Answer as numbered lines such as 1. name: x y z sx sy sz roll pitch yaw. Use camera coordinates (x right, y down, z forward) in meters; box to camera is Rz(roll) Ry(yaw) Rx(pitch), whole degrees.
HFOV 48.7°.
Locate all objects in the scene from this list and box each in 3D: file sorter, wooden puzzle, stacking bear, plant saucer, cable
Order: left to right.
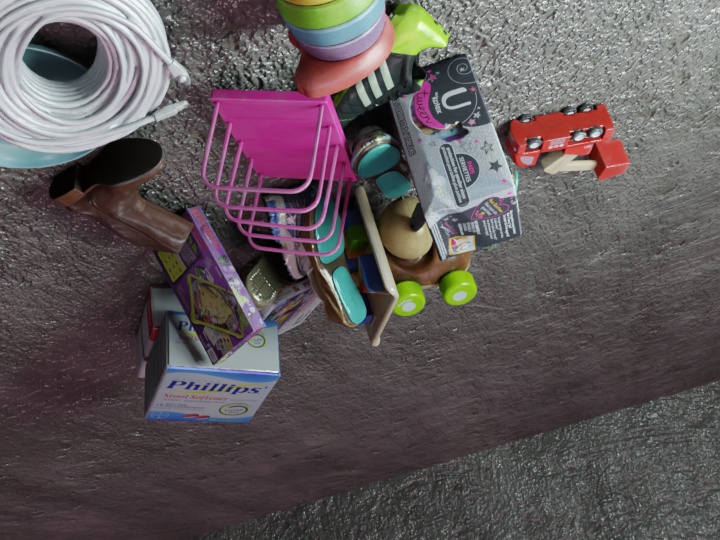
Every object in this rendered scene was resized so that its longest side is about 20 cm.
1. plant saucer: -0.372 -0.181 0.865 0.199 0.028 0.200 -11 153 -6
2. cable: -0.286 -0.207 0.768 0.199 0.069 0.200 -27 141 -3
3. file sorter: -0.094 -0.110 0.962 0.138 0.126 0.200 5 162 11
4. stacking bear: -0.041 -0.282 0.744 0.113 0.122 0.200 -15 146 7
5. wooden puzzle: 0.000 0.000 1.214 0.046 0.186 0.200 -11 154 -13

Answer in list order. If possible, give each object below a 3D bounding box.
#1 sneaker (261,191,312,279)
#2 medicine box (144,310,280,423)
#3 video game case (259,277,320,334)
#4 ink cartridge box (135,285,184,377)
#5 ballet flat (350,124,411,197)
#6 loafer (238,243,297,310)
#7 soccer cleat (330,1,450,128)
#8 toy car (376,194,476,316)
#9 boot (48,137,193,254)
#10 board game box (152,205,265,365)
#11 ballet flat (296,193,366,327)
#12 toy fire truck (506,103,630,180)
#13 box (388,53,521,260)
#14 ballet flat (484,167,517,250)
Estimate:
1. sneaker: -0.085 -0.052 1.203 0.085 0.077 0.200 -18 154 -1
2. medicine box: -0.246 0.162 1.299 0.181 0.104 0.200 7 145 -22
3. video game case: -0.131 0.071 1.386 0.182 0.023 0.200 -26 166 -44
4. ink cartridge box: -0.308 0.108 1.392 0.144 0.084 0.200 -1 151 -25
5. ballet flat: 0.020 -0.152 1.041 0.074 0.075 0.200 -17 166 6
6. loafer: -0.154 0.014 1.218 0.067 0.076 0.200 -28 -174 17
7. soccer cleat: 0.024 -0.218 0.920 0.081 0.068 0.200 32 136 -14
8. toy car: 0.090 -0.062 1.192 0.157 0.165 0.201 -12 141 -4
9. boot: -0.271 -0.087 1.045 0.185 0.065 0.200 -11 152 27
10. board game box: -0.222 0.023 1.146 0.032 0.201 0.120 -20 167 -44
11. ballet flat: -0.052 -0.011 1.143 0.072 0.201 0.068 -5 -159 41
12. toy fire truck: 0.305 -0.179 1.167 0.198 0.049 0.141 -11 154 -5
13. box: 0.116 -0.139 0.984 0.114 0.201 0.132 -18 154 6
14. ballet flat: 0.196 -0.092 1.253 0.074 0.075 0.200 -10 150 -8
